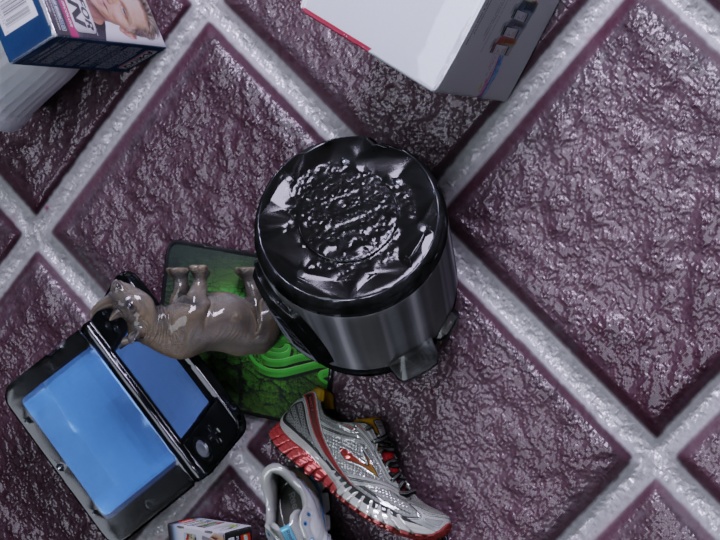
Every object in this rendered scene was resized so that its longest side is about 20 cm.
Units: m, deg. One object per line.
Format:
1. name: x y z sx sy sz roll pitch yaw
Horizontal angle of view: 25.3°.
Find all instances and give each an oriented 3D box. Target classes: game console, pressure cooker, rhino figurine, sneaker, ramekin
1. game console: -0.234 0.135 1.578 0.200 0.116 0.176 51 141 9
2. pressure cooker: 0.003 -0.001 1.435 0.177 0.200 0.177 10 66 13
3. rhino figurine: -0.160 0.040 1.521 0.060 0.198 0.089 -10 82 63
4. sneaker: 0.006 0.182 1.504 0.199 0.078 0.082 36 89 20
5. ramekin: -0.361 -0.245 1.572 0.097 0.200 0.202 -32 82 15
6. sneaker: -0.053 0.270 1.499 0.074 0.087 0.201 -28 63 7

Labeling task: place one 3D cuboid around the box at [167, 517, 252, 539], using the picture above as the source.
1. box: -0.139 0.350 1.583 0.110 0.034 0.202 -3 94 53

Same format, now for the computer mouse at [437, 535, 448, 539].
1. computer mouse: 0.003 0.327 1.529 0.198 0.046 0.142 -16 66 16

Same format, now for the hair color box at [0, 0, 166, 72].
1. hair color box: -0.273 -0.249 1.526 0.060 0.200 0.101 -25 85 22

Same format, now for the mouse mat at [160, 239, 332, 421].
1. mouse mat: -0.115 0.062 1.590 0.198 0.008 0.163 9 98 21

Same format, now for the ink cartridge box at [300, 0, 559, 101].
1. ink cartridge box: 0.072 -0.244 1.380 0.145 0.200 0.146 32 103 17
